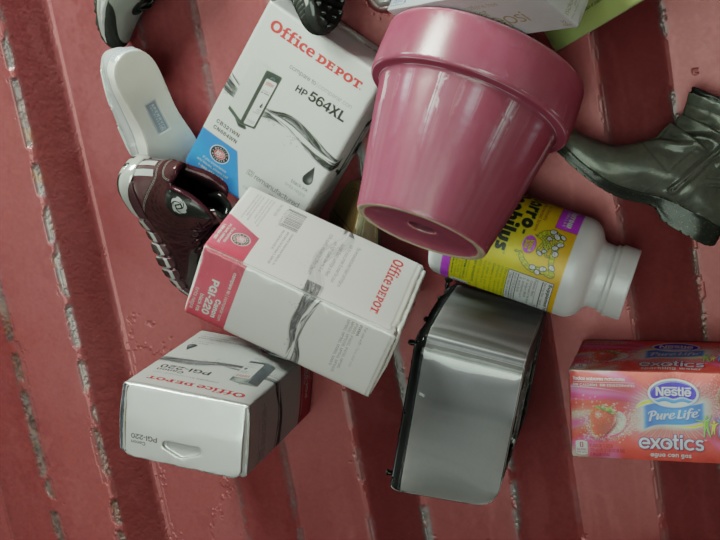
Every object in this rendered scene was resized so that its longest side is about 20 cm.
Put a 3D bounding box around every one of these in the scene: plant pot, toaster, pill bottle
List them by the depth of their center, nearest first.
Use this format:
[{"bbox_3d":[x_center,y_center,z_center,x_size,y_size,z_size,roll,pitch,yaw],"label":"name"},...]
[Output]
[{"bbox_3d":[0.087,-0.116,1.146,0.199,0.200,0.180,19,79,12],"label":"plant pot"},{"bbox_3d":[0.176,-0.018,1.245,0.199,0.104,0.105,19,110,11],"label":"pill bottle"},{"bbox_3d":[0.111,0.115,1.264,0.118,0.181,0.201,12,109,11],"label":"toaster"}]

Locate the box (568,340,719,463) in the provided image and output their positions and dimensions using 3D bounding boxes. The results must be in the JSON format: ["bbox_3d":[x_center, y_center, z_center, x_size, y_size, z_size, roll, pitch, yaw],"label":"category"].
[{"bbox_3d":[0.316,0.129,1.243,0.199,0.103,0.095,0,104,19],"label":"box"}]

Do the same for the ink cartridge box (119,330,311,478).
[{"bbox_3d":[-0.152,0.140,1.341,0.145,0.200,0.085,9,107,15],"label":"ink cartridge box"}]

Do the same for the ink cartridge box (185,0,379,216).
[{"bbox_3d":[-0.069,-0.164,1.294,0.146,0.084,0.201,34,113,7],"label":"ink cartridge box"}]

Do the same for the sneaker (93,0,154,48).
[{"bbox_3d":[-0.220,-0.320,1.307,0.079,0.074,0.201,31,111,2],"label":"sneaker"}]

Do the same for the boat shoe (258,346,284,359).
[{"bbox_3d":[-0.081,0.063,1.324,0.200,0.068,0.072,27,119,39],"label":"boat shoe"}]

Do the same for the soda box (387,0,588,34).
[{"bbox_3d":[0.113,-0.248,1.088,0.068,0.200,0.064,30,78,-32],"label":"soda box"}]

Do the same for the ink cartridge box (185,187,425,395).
[{"bbox_3d":[-0.050,0.018,1.214,0.199,0.146,0.085,23,120,3],"label":"ink cartridge box"}]

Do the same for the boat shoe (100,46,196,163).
[{"bbox_3d":[-0.232,-0.152,1.358,0.072,0.068,0.201,-36,121,-17],"label":"boat shoe"}]

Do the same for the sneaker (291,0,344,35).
[{"bbox_3d":[-0.074,-0.315,1.246,0.090,0.066,0.201,-26,70,33],"label":"sneaker"}]

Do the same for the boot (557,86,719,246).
[{"bbox_3d":[0.297,-0.124,1.206,0.199,0.068,0.131,28,107,1],"label":"boot"}]

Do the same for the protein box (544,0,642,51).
[{"bbox_3d":[0.215,-0.334,1.078,0.135,0.198,0.201,-33,95,-21],"label":"protein box"}]

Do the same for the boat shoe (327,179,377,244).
[{"bbox_3d":[0.000,0.000,1.333,0.065,0.072,0.201,0,109,-24],"label":"boat shoe"}]

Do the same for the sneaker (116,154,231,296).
[{"bbox_3d":[-0.168,-0.039,1.318,0.115,0.076,0.200,1,137,39],"label":"sneaker"}]
